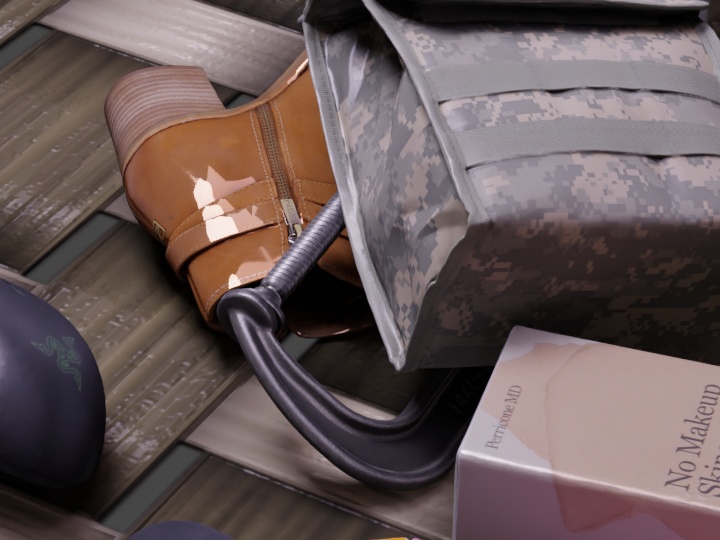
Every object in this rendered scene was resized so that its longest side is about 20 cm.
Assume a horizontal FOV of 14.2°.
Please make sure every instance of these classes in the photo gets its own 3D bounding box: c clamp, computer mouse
[{"bbox_3d":[0.000,0.000,1.258,0.171,0.027,0.200,39,44,-8],"label":"c clamp"},{"bbox_3d":[-0.174,0.017,1.224,0.200,0.053,0.138,40,14,33],"label":"computer mouse"}]

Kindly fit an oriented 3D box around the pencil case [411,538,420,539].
[{"bbox_3d":[0.104,0.152,1.063,0.199,0.088,0.088,6,36,7],"label":"pencil case"}]

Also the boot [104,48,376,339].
[{"bbox_3d":[-0.009,-0.041,1.336,0.199,0.077,0.156,-4,42,-24],"label":"boot"}]

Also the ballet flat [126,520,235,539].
[{"bbox_3d":[-0.051,0.147,1.064,0.073,0.073,0.200,-17,41,-24],"label":"ballet flat"}]

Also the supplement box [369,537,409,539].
[{"bbox_3d":[-0.044,0.182,0.915,0.125,0.201,0.074,-3,39,-9],"label":"supplement box"}]

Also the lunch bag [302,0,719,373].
[{"bbox_3d":[0.075,-0.063,1.252,0.163,0.118,0.201,0,47,-24],"label":"lunch bag"}]

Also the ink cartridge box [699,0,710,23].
[{"bbox_3d":[0.125,-0.165,1.446,0.084,0.145,0.200,0,35,1],"label":"ink cartridge box"}]

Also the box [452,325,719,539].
[{"bbox_3d":[0.142,0.095,1.145,0.199,0.078,0.095,11,38,12],"label":"box"}]
